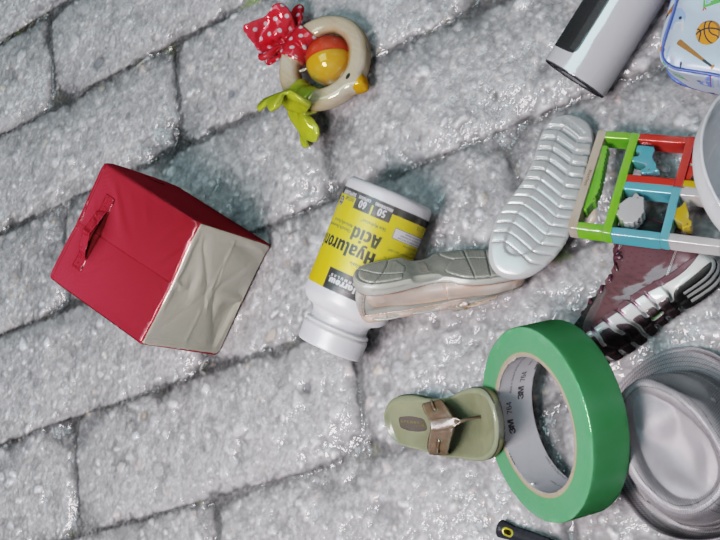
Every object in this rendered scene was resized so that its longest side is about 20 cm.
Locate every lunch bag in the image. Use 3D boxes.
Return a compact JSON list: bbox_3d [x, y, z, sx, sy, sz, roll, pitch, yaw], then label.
[{"bbox_3d":[0.397,-0.281,1.240,0.159,0.075,0.203,18,89,29],"label":"lunch bag"}]

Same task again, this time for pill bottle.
[{"bbox_3d":[0.000,0.000,1.433,0.110,0.111,0.202,23,93,36],"label":"pill bottle"}]

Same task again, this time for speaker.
[{"bbox_3d":[0.290,-0.297,1.324,0.081,0.081,0.201,39,102,34],"label":"speaker"}]

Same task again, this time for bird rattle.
[{"bbox_3d":[-0.060,-0.268,1.570,0.161,0.113,0.202,-14,58,19],"label":"bird rattle"}]

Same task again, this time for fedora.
[{"bbox_3d":[0.313,0.169,1.190,0.176,0.090,0.202,-35,61,22],"label":"fedora"}]

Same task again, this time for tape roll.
[{"bbox_3d":[0.197,0.154,1.235,0.200,0.048,0.203,36,131,56],"label":"tape roll"}]

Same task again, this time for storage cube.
[{"bbox_3d":[-0.256,-0.012,1.564,0.179,0.199,0.173,30,96,29],"label":"storage cube"}]

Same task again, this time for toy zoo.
[{"bbox_3d":[0.327,-0.081,1.245,0.198,0.021,0.132,8,62,27],"label":"toy zoo"}]

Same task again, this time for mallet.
[{"bbox_3d":[0.225,0.310,1.256,0.198,0.041,0.067,4,83,40],"label":"mallet"}]

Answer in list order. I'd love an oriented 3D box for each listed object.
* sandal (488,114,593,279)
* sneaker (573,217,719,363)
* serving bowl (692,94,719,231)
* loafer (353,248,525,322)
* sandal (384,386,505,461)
[{"bbox_3d":[0.211,-0.076,1.347,0.082,0.050,0.204,24,80,20],"label":"sandal"},{"bbox_3d":[0.273,0.017,1.274,0.199,0.076,0.116,-34,56,13],"label":"sneaker"},{"bbox_3d":[0.405,-0.085,1.158,0.066,0.197,0.203,118,143,-64],"label":"serving bowl"},{"bbox_3d":[0.091,0.020,1.367,0.197,0.064,0.072,-4,31,-1],"label":"loafer"},{"bbox_3d":[0.087,0.175,1.332,0.200,0.057,0.081,-13,87,51],"label":"sandal"}]
